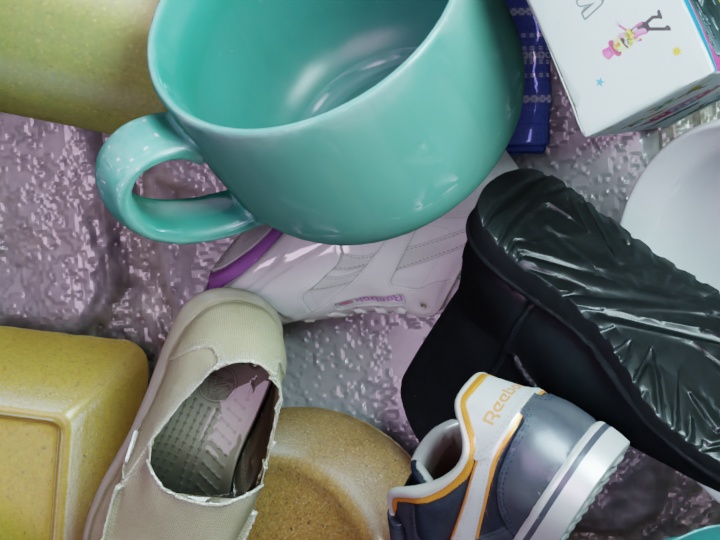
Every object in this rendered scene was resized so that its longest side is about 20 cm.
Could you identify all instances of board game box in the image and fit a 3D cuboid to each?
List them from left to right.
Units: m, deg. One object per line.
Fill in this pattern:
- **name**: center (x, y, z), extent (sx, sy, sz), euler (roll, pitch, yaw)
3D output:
- **board game box**: center (0.116, -0.140, 1.030), extent (0.064, 0.200, 0.148), euler (-25, 88, 19)

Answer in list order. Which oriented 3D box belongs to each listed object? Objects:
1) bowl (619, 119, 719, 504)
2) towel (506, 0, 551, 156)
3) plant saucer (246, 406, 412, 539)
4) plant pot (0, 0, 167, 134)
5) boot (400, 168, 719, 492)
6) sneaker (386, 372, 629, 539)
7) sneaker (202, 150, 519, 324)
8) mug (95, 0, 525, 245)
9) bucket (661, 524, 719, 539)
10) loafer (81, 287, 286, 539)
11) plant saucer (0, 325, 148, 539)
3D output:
- **bowl**: center (0.216, 0.018, 1.052), extent (0.201, 0.090, 0.201), euler (29, 129, 44)
- **towel**: center (0.021, -0.153, 1.154), extent (0.145, 0.024, 0.200), euler (-1, 95, 18)
- **plant saucer**: center (-0.045, 0.166, 1.169), extent (0.200, 0.035, 0.200), euler (-6, 77, 29)
- **plant pot**: center (-0.153, -0.151, 1.137), extent (0.184, 0.200, 0.200), euler (19, 101, 4)
- **boot**: center (0.110, 0.067, 1.078), extent (0.200, 0.076, 0.168), euler (42, 145, 20)
- **sneaker**: center (0.052, 0.117, 1.056), extent (0.079, 0.078, 0.200), euler (34, 137, 10)
- **sneaker**: center (0.000, 0.000, 1.149), extent (0.200, 0.075, 0.100), euler (-32, 107, 28)
- **mug**: center (-0.018, -0.084, 1.052), extent (0.185, 0.114, 0.152), euler (-11, 52, 21)
- **bucket**: center (0.162, 0.221, 1.055), extent (0.207, 0.135, 0.207), euler (0, 78, -1)
- **loafer**: center (-0.086, 0.107, 1.118), extent (0.076, 0.068, 0.200), euler (13, 102, -12)
- **plant saucer**: center (-0.220, 0.128, 1.219), extent (0.200, 0.048, 0.200), euler (6, 103, 4)
